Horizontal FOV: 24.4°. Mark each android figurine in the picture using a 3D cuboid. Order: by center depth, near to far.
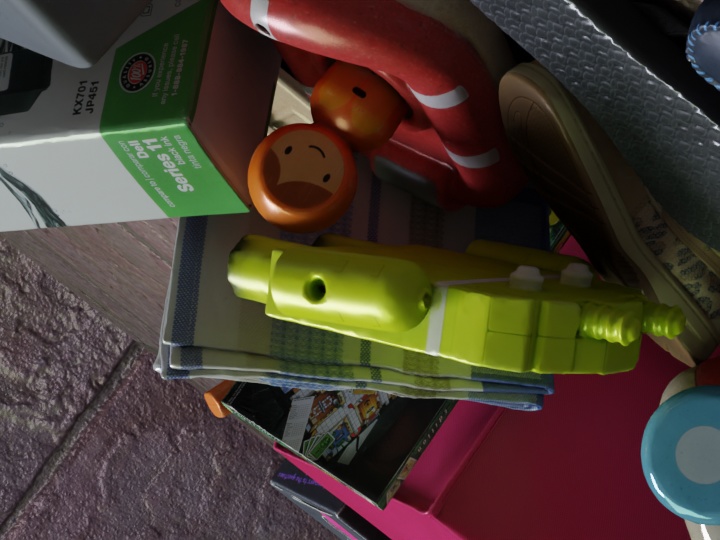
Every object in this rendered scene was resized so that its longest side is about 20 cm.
[{"bbox_3d":[0.044,0.011,0.747,0.200,0.041,0.182,10,-173,36],"label":"android figurine"}]

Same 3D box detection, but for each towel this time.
[{"bbox_3d":[0.000,0.000,0.856,0.200,0.147,0.024,5,148,-3],"label":"towel"}]

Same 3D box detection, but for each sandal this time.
[{"bbox_3d":[0.120,-0.080,0.670,0.200,0.043,0.076,46,160,-5],"label":"sandal"}]

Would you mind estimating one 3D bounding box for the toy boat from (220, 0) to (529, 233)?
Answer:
[{"bbox_3d":[-0.005,-0.076,0.783,0.130,0.131,0.200,27,165,33],"label":"toy boat"}]

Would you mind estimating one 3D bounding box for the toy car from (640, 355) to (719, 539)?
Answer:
[{"bbox_3d":[0.253,0.104,0.763,0.184,0.200,0.177,11,-120,-71],"label":"toy car"}]

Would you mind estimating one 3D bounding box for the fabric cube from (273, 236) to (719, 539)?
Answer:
[{"bbox_3d":[0.108,0.101,0.994,0.199,0.196,0.200,41,167,-25],"label":"fabric cube"}]

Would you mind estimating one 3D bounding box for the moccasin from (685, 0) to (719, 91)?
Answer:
[{"bbox_3d":[0.191,-0.037,0.550,0.200,0.068,0.080,29,167,27],"label":"moccasin"}]

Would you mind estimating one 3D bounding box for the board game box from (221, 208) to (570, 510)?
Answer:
[{"bbox_3d":[0.025,0.019,0.898,0.105,0.200,0.023,31,166,21],"label":"board game box"}]

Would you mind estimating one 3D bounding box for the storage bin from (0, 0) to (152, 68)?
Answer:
[{"bbox_3d":[-0.156,-0.186,0.766,0.200,0.134,0.146,23,163,42],"label":"storage bin"}]

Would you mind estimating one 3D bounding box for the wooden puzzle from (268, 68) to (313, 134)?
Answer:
[{"bbox_3d":[-0.057,-0.108,1.021,0.200,0.046,0.185,34,169,-14],"label":"wooden puzzle"}]

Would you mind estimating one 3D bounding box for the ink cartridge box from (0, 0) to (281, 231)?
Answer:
[{"bbox_3d":[-0.148,-0.102,0.852,0.200,0.147,0.083,-5,149,21],"label":"ink cartridge box"}]

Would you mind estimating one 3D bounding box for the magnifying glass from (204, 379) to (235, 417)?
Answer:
[{"bbox_3d":[-0.013,0.036,1.085,0.022,0.200,0.080,62,160,-7],"label":"magnifying glass"}]

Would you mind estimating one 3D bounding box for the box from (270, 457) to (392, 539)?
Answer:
[{"bbox_3d":[0.054,0.108,1.155,0.122,0.200,0.106,41,167,-27],"label":"box"}]

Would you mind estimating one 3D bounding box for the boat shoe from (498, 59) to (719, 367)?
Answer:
[{"bbox_3d":[0.128,-0.035,0.775,0.073,0.063,0.200,45,175,48],"label":"boat shoe"}]
